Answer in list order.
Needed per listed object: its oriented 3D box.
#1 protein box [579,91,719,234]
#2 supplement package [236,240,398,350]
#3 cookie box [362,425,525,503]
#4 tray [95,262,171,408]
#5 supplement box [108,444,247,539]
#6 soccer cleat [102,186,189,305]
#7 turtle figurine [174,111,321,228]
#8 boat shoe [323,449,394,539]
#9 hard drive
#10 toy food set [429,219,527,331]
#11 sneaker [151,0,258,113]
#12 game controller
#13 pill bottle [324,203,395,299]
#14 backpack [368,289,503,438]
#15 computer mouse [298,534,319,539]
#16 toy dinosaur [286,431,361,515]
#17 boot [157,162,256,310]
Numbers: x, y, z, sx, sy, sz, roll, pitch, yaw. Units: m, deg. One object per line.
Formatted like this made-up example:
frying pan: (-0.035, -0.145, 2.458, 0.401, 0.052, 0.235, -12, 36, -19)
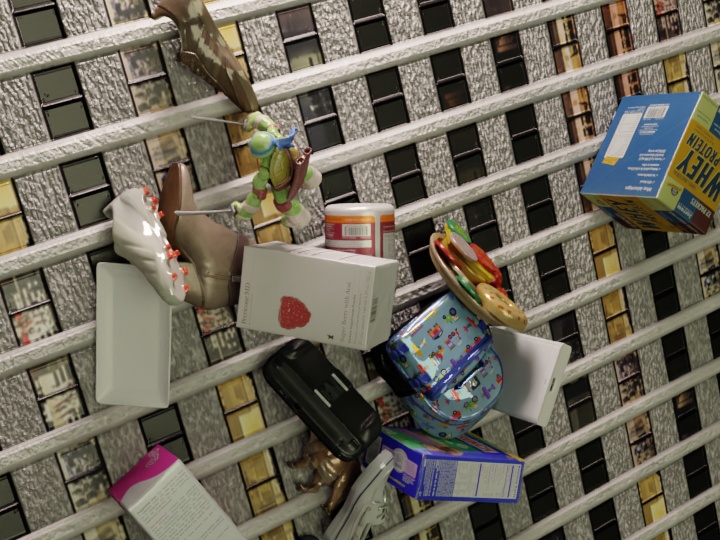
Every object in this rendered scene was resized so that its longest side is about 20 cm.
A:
protein box: (0.526, -0.187, 1.832, 0.134, 0.198, 0.201, 29, 81, -28)
supplement package: (-0.061, 0.033, 1.510, 0.120, 0.198, 0.122, -15, 113, -71)
cookie box: (0.132, 0.308, 1.681, 0.199, 0.171, 0.076, 9, 94, -30)
tray: (-0.314, 0.089, 1.467, 0.106, 0.022, 0.202, 3, 99, 2)
supplement box: (-0.254, 0.363, 1.509, 0.103, 0.101, 0.201, -44, 114, -19)
soccer cleat: (-0.289, -0.025, 1.418, 0.077, 0.201, 0.069, -29, 149, 3)
turtle figurine: (-0.149, -0.143, 1.508, 0.199, 0.145, 0.194, -26, 151, 13)
boat shoe: (0.015, 0.362, 1.628, 0.073, 0.067, 0.201, -32, 155, -53)
hard drive: (0.253, 0.169, 1.715, 0.026, 0.200, 0.133, 22, 85, -28)
toy food set: (0.182, 0.009, 1.673, 0.198, 0.200, 0.049, 41, 109, -17)
sneaker: (-0.219, -0.301, 1.492, 0.075, 0.070, 0.201, -31, 108, -1)
game controller: (-0.055, 0.192, 1.587, 0.200, 0.042, 0.104, 47, 42, 6)
pill bottle: (0.000, 0.000, 1.609, 0.109, 0.109, 0.202, -4, 97, -29)
backpack: (0.139, 0.157, 1.660, 0.182, 0.134, 0.201, -35, 89, -22)
computer mouse: (-0.082, 0.517, 1.660, 0.058, 0.034, 0.202, -5, 98, -30)
toy dinosaur: (-0.036, 0.290, 1.638, 0.135, 0.086, 0.201, -32, 115, -30)
boot: (-0.217, -0.045, 1.510, 0.145, 0.070, 0.202, 7, 97, -31)
